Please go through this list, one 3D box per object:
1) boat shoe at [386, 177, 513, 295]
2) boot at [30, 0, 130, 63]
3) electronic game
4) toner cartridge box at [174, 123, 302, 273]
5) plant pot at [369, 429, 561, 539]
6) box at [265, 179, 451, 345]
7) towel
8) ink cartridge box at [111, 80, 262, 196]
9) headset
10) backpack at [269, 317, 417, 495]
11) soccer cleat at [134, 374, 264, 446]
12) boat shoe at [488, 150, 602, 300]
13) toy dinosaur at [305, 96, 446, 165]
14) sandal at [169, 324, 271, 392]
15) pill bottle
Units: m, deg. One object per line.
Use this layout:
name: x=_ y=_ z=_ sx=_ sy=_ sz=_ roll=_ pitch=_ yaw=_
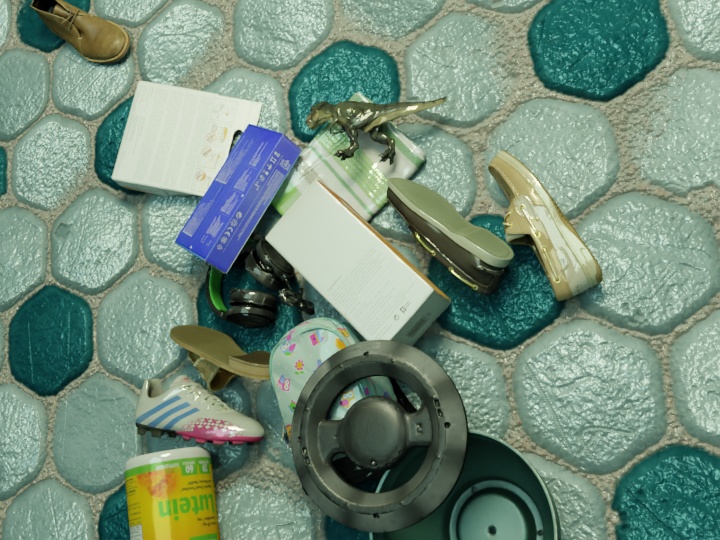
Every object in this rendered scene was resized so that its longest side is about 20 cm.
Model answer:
boat shoe: x=0.098 y=-0.046 z=0.973 sx=0.201 sy=0.071 sz=0.061 roll=42 pitch=126 yaw=33
boot: x=-0.461 y=-0.397 z=1.279 sx=0.199 sy=0.075 sz=0.074 roll=28 pitch=87 yaw=24
electronic game: x=0.017 y=0.174 z=0.834 sx=0.199 sy=0.042 sz=0.201 roll=-5 pitch=75 yaw=20
toner cartridge box: x=-0.169 y=-0.102 z=1.082 sx=0.095 sy=0.043 sz=0.201 roll=25 pitch=82 yaw=48
plant pot: x=0.127 y=0.281 z=0.844 sx=0.199 sy=0.134 sz=0.202 roll=-9 pitch=69 yaw=25
box: x=0.000 y=0.000 z=0.960 sx=0.200 sy=0.124 sz=0.098 roll=44 pitch=95 yaw=17
towel: x=-0.026 y=-0.129 z=1.064 sx=0.200 sy=0.031 sz=0.149 roll=-45 pitch=65 yaw=7
ink cartridge box: x=-0.255 y=-0.189 z=1.175 sx=0.199 sy=0.050 sz=0.163 roll=12 pitch=81 yaw=6
headset: x=-0.139 y=0.018 z=1.040 sx=0.199 sy=0.094 sz=0.124 roll=22 pitch=87 yaw=36
backpack: x=-0.024 y=0.154 z=0.939 sx=0.166 sy=0.127 sz=0.201 roll=-21 pitch=78 yaw=13
soccer cleat: x=-0.217 y=0.185 z=1.044 sx=0.199 sy=0.070 sz=0.087 roll=2 pitch=80 yaw=23
boat shoe: x=0.203 y=-0.053 z=0.930 sx=0.069 sy=0.074 sz=0.201 roll=-34 pitch=68 yaw=5
toy dinosaur: x=0.011 y=-0.186 z=1.026 sx=0.199 sy=0.047 sz=0.089 roll=1 pitch=74 yaw=19
sandal: x=-0.185 y=0.130 z=1.032 sx=0.211 sy=0.077 sz=0.070 roll=14 pitch=103 yaw=42
pill bottle: x=-0.234 y=0.334 z=0.993 sx=0.110 sy=0.111 sz=0.201 roll=-16 pitch=72 yaw=18
